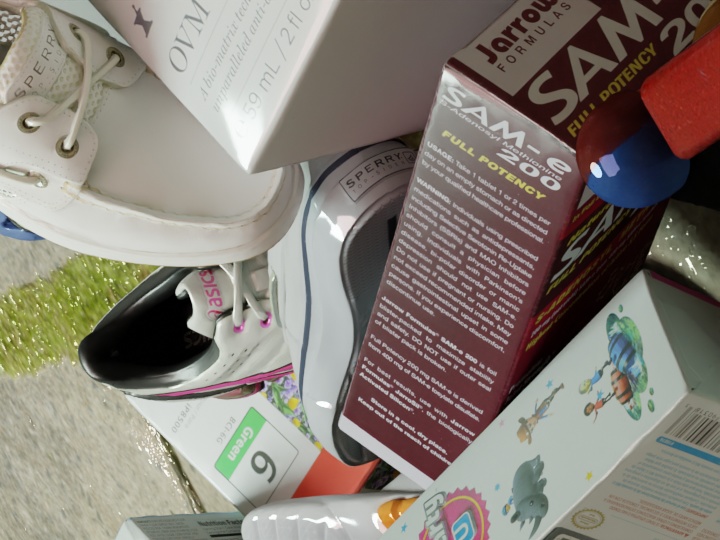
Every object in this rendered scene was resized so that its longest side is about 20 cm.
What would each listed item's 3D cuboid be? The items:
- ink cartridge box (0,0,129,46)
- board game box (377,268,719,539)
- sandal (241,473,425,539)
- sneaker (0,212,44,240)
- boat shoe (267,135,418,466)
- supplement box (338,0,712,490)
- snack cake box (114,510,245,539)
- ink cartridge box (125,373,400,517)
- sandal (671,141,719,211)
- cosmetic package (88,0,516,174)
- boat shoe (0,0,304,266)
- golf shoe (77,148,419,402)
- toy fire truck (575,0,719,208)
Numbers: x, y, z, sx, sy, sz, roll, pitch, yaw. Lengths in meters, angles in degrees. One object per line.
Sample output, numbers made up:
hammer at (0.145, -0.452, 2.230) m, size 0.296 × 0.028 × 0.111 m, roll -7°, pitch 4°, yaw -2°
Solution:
ink cartridge box at (-0.093, -0.101, 1.096) m, size 0.145 × 0.084 × 0.200 m, roll 47°, pitch -168°, yaw 18°
board game box at (0.093, 0.106, 0.946) m, size 0.200 × 0.147 × 0.064 m, roll -48°, pitch 38°, yaw 25°
sandal at (0.037, 0.103, 1.089) m, size 0.206 × 0.059 × 0.079 m, roll 1°, pitch 128°, yaw 43°
sneaker at (-0.160, -0.090, 1.360) m, size 0.115 × 0.080 × 0.200 m, roll 21°, pitch 141°, yaw 45°
boat shoe at (0.000, 0.000, 1.045) m, size 0.067 × 0.073 × 0.200 m, roll 52°, pitch 158°, yaw 27°
supplement box at (0.061, -0.018, 0.929) m, size 0.061 × 0.109 × 0.200 m, roll 34°, pitch 143°, yaw 15°
snack cake box at (-0.022, 0.169, 1.241) m, size 0.115 × 0.200 × 0.067 m, roll 40°, pitch 110°, yaw 32°
ink cartridge box at (-0.008, 0.075, 1.224) m, size 0.200 × 0.050 × 0.109 m, roll 42°, pitch 107°, yaw 30°
sandal at (0.074, -0.053, 1.009) m, size 0.200 × 0.048 × 0.075 m, roll 17°, pitch 150°, yaw 52°
cosmetic package at (-0.023, -0.179, 0.926) m, size 0.200 × 0.123 × 0.200 m, roll 47°, pitch 129°, yaw 24°
boat shoe at (-0.115, -0.059, 0.940) m, size 0.199 × 0.071 × 0.069 m, roll 19°, pitch 157°, yaw 3°
golf shoe at (-0.028, 0.009, 1.121) m, size 0.200 × 0.092 × 0.073 m, roll -29°, pitch 80°, yaw 32°
toy fire truck at (0.141, -0.080, 0.761) m, size 0.112 × 0.168 × 0.200 m, roll 59°, pitch 152°, yaw 1°
